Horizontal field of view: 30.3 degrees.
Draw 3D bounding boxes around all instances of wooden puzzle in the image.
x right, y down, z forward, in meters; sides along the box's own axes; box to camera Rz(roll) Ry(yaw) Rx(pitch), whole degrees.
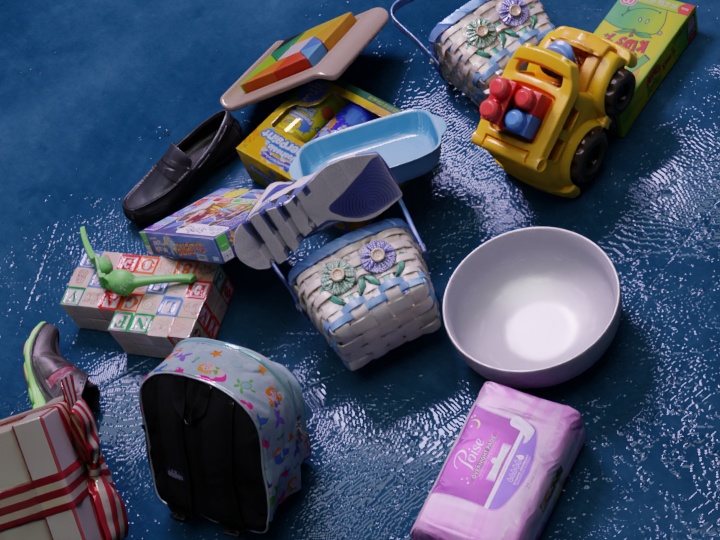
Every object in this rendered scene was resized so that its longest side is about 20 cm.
[{"bbox_3d":[-0.079,-0.294,1.813,0.200,0.037,0.185,-9,31,38],"label":"wooden puzzle"}]

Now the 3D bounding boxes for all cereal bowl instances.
[{"bbox_3d":[0.198,0.052,1.507,0.200,0.083,0.200,-8,53,12],"label":"cereal bowl"}]

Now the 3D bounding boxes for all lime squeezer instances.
[{"bbox_3d":[-0.305,-0.007,1.669,0.200,0.038,0.071,21,64,31],"label":"lime squeezer"}]

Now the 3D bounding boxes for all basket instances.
[{"bbox_3d":[0.161,-0.325,1.757,0.176,0.139,0.200,-35,62,-8],"label":"basket"},{"bbox_3d":[0.000,0.000,1.565,0.176,0.139,0.200,-29,46,-3],"label":"basket"}]

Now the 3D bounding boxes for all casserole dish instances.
[{"bbox_3d":[0.013,-0.137,1.628,0.200,0.039,0.121,-17,35,1],"label":"casserole dish"}]

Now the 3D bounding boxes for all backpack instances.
[{"bbox_3d":[-0.149,0.170,1.464,0.177,0.200,0.151,12,40,27],"label":"backpack"}]

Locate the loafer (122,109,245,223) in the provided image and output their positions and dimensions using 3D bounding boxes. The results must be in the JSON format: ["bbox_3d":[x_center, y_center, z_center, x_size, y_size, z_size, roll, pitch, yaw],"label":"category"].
[{"bbox_3d":[-0.245,-0.144,1.804,0.201,0.070,0.068,-40,53,-12],"label":"loafer"}]

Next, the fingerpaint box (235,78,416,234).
[{"bbox_3d":[-0.033,-0.157,1.741,0.200,0.073,0.167,32,69,34],"label":"fingerpaint box"}]

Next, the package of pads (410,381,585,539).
[{"bbox_3d":[0.145,0.225,1.402,0.120,0.076,0.200,16,62,26],"label":"package of pads"}]

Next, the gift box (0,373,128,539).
[{"bbox_3d":[-0.367,0.232,1.476,0.187,0.185,0.200,-18,9,5],"label":"gift box"}]

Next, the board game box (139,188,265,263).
[{"bbox_3d":[-0.173,-0.059,1.662,0.135,0.034,0.200,-31,21,-28],"label":"board game box"}]

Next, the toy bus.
[{"bbox_3d":[0.219,-0.208,1.590,0.136,0.192,0.200,28,95,32],"label":"toy bus"}]

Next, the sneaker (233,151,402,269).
[{"bbox_3d":[-0.059,-0.083,1.536,0.199,0.081,0.115,-27,20,1],"label":"sneaker"}]

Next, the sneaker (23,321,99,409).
[{"bbox_3d":[-0.366,0.148,1.641,0.084,0.077,0.200,-12,53,-13],"label":"sneaker"}]

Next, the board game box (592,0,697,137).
[{"bbox_3d":[0.342,-0.271,1.718,0.102,0.048,0.200,24,65,31],"label":"board game box"}]

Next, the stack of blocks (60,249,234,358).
[{"bbox_3d":[-0.275,0.044,1.684,0.200,0.059,0.115,6,57,22],"label":"stack of blocks"}]
